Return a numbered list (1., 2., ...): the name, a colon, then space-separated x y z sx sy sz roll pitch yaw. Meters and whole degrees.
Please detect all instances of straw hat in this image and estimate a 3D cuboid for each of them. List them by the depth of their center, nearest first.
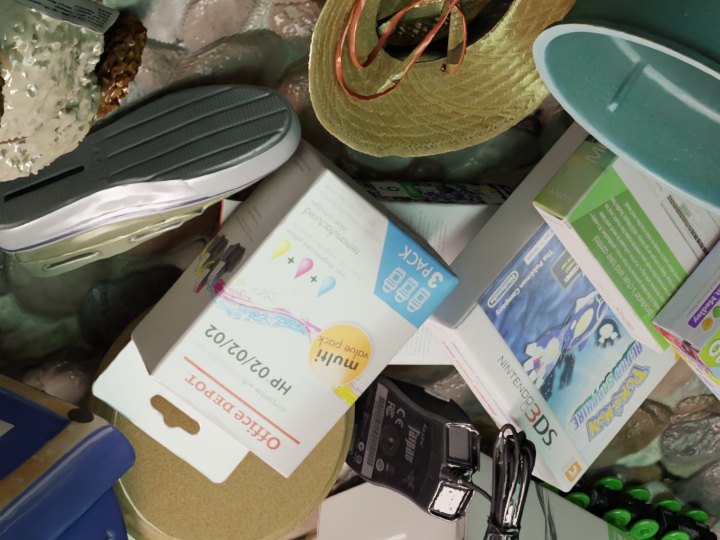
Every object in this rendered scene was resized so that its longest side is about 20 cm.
1. straw hat: 0.039 -0.163 1.193 0.200 0.085 0.202 -21 137 -22

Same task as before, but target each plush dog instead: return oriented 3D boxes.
1. plush dog: -0.195 -0.109 1.147 0.199 0.161 0.172 -15 156 -5

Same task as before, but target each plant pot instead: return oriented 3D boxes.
1. plant pot: 0.227 -0.153 1.168 0.200 0.200 0.197 41 75 -38
2. plant pot: -0.255 0.165 1.277 0.199 0.200 0.181 21 120 17

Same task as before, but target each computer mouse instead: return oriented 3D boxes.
1. computer mouse: 0.051 0.148 1.385 0.046 0.200 0.141 0 101 -37

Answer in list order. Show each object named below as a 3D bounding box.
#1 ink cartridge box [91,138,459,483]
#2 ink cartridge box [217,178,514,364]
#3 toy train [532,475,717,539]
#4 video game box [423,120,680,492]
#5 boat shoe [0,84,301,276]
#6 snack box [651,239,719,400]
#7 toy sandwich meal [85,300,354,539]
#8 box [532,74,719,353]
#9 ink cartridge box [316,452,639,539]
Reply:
1. ink cartridge box: -0.053 0.038 1.261 0.115 0.068 0.200 38 96 -25
2. ink cartridge box: 0.000 0.000 1.330 0.199 0.050 0.110 2 110 -18
3. toy train: 0.181 0.182 1.568 0.199 0.042 0.056 23 129 -32
4. video game box: 0.145 0.013 1.350 0.200 0.047 0.182 -49 135 -13
5. boat shoe: -0.125 -0.053 1.260 0.199 0.072 0.062 -17 144 11
6. snack box: 0.291 0.002 1.341 0.200 0.053 0.142 -49 131 -3
7. toy sandwich meal: -0.100 0.100 1.386 0.204 0.070 0.207 -5 103 -22
8. box: 0.207 -0.068 1.309 0.200 0.036 0.144 -50 131 -11
9. ink cartridge box: 0.085 0.212 1.503 0.145 0.084 0.200 -26 136 37
